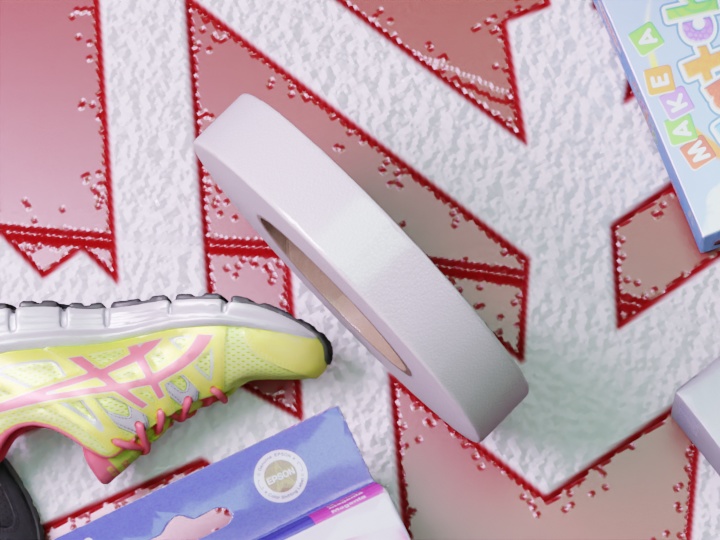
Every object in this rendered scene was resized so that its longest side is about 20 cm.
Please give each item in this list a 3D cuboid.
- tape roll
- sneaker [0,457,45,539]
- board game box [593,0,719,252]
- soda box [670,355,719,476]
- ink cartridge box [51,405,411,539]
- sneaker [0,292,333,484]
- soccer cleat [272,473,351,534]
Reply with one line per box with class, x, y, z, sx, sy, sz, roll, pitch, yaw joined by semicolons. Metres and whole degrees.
tape roll;0.000;0.000;1.366;0.037;0.203;0.203;-43;77;-6
sneaker;-0.191;0.166;1.405;0.073;0.082;0.201;-17;74;4
board game box;0.237;-0.117;1.454;0.199;0.037;0.152;-22;76;1
soda box;0.238;0.122;1.384;0.068;0.063;0.200;-36;76;-4
ink cartridge box;-0.055;0.187;1.339;0.195;0.043;0.201;-25;76;-6
sneaker;-0.112;0.061;1.425;0.198;0.078;0.091;-4;80;2
soccer cleat;-0.036;0.187;1.401;0.081;0.067;0.201;31;73;-16
